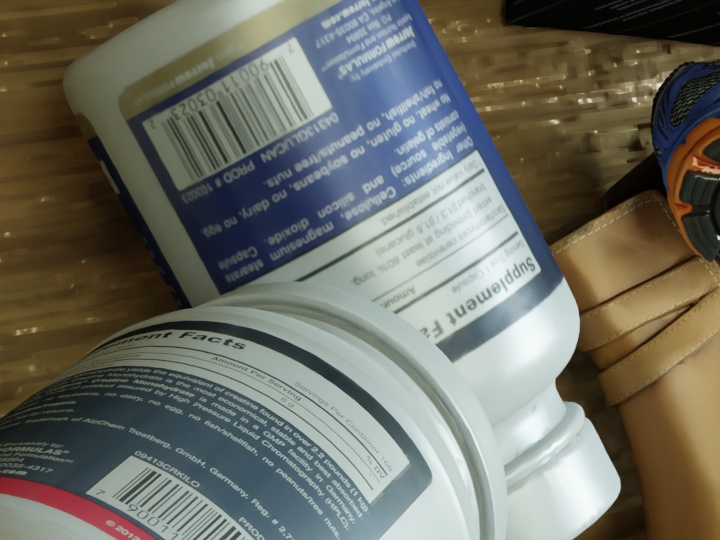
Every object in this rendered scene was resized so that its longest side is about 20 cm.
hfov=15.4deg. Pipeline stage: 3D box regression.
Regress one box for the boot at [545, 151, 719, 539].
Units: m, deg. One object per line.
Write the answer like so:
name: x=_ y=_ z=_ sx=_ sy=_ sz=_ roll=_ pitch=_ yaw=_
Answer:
boot: x=0.110 y=0.054 z=0.912 sx=0.200 sy=0.077 sz=0.156 roll=-42 pitch=103 yaw=-29

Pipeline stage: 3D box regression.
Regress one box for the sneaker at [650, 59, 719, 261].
sneaker: x=0.188 y=-0.060 z=0.904 sx=0.199 sy=0.079 sz=0.076 roll=-8 pitch=126 yaw=-16

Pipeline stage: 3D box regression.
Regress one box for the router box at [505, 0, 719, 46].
router box: x=0.160 y=-0.118 z=0.898 sx=0.148 sy=0.200 sz=0.051 roll=4 pitch=82 yaw=-27

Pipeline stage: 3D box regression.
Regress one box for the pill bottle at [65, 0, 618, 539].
pill bottle: x=0.000 y=0.000 z=0.838 sx=0.111 sy=0.111 sz=0.201 roll=-31 pitch=97 yaw=-28

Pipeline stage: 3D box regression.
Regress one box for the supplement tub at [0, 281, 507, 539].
supplement tub: x=-0.051 y=0.093 z=0.706 sx=0.141 sy=0.140 sz=0.200 roll=61 pitch=30 yaw=-6
